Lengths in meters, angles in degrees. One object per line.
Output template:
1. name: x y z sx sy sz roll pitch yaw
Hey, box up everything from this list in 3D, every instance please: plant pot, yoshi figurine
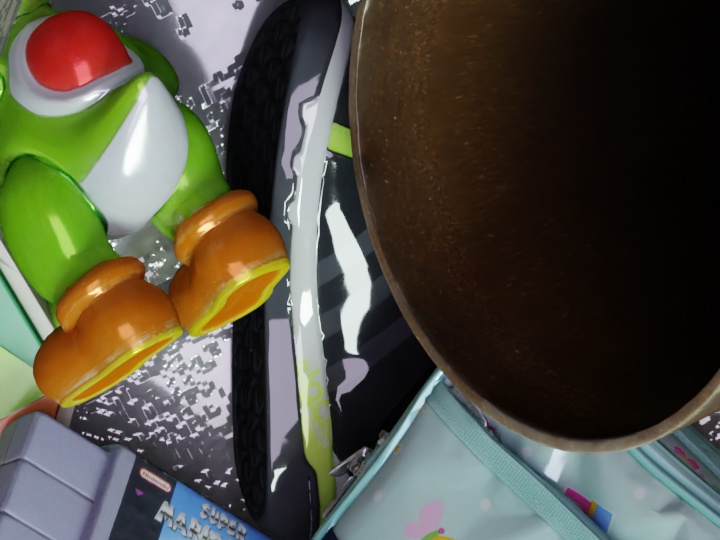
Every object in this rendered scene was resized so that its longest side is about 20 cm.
1. plant pot: 0.130 -0.053 0.888 0.199 0.186 0.188 -11 107 -39
2. yoshi figurine: -0.117 -0.056 0.929 0.112 0.112 0.201 -32 85 8

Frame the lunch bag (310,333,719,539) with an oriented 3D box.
1. lunch bag: 0.074 0.120 0.915 0.200 0.077 0.161 40 106 20

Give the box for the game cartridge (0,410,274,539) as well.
1. game cartridge: -0.055 0.147 0.962 0.200 0.038 0.130 34 57 -25

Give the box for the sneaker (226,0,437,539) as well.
1. sneaker: 0.000 0.000 0.979 0.082 0.072 0.201 -4 110 -16

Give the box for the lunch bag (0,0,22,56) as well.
1. lunch bag: -0.207 -0.091 0.829 0.199 0.118 0.165 25 106 2

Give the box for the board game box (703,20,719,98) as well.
1. board game box: 0.103 -0.065 0.986 0.095 0.030 0.201 13 105 -7

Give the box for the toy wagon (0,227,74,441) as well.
1. toy wagon: -0.186 0.009 0.974 0.155 0.040 0.201 -29 104 3

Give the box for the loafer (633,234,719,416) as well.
1. loafer: 0.182 0.015 0.986 0.199 0.072 0.063 -3 126 -15
